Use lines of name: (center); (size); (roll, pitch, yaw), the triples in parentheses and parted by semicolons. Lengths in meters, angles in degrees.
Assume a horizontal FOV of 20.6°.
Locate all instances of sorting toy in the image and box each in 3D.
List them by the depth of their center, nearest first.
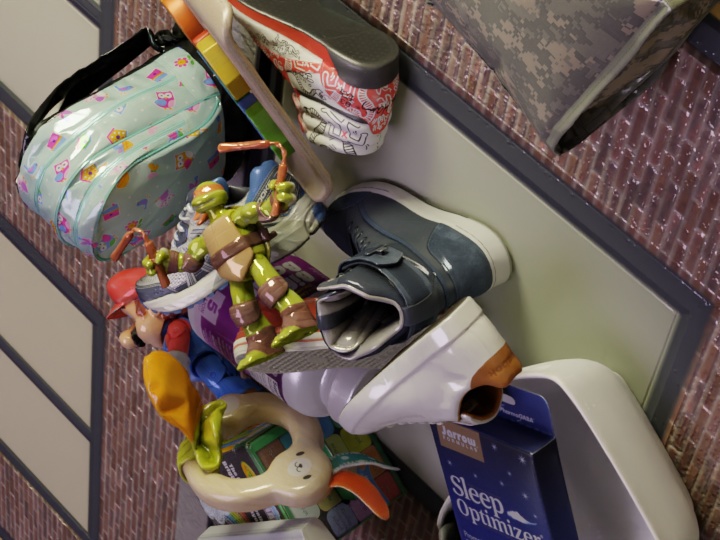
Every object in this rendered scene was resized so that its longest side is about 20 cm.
sorting toy: (-0.103, -0.162, 1.581); (0.185, 0.036, 0.200); (53, 174, 50)

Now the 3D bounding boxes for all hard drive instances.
hard drive: (-0.059, 0.283, 1.796); (0.132, 0.026, 0.200); (54, 149, -12)

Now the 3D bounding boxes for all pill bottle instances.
pill bottle: (-0.049, 0.058, 1.729); (0.200, 0.112, 0.112); (33, 142, 34)

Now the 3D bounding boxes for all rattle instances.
rattle: (-0.071, 0.134, 1.694); (0.200, 0.130, 0.143); (16, 125, 35)

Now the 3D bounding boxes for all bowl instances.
bowl: (0.170, 0.157, 1.541); (0.200, 0.075, 0.200); (59, 149, -3)

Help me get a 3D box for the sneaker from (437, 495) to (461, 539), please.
sneaker: (0.098, 0.227, 1.698); (0.074, 0.089, 0.200); (36, 144, 30)

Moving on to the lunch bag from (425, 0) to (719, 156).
lunch bag: (0.130, -0.187, 1.249); (0.164, 0.118, 0.200); (52, 144, 8)

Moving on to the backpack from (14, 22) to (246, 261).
backpack: (-0.196, -0.102, 1.710); (0.127, 0.200, 0.167); (38, 143, 30)

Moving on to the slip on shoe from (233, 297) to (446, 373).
slip on shoe: (-0.006, 0.045, 1.623); (0.200, 0.061, 0.074); (-3, 155, 13)

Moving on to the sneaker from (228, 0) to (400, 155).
sneaker: (-0.053, -0.169, 1.574); (0.201, 0.067, 0.108); (36, 140, 29)

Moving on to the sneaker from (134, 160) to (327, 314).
sneaker: (-0.121, -0.034, 1.663); (0.200, 0.077, 0.085); (-29, 103, 31)

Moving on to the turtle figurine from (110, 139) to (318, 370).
turtle figurine: (-0.103, -0.005, 1.585); (0.200, 0.064, 0.161); (-30, 80, 30)

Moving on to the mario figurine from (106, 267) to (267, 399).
mario figurine: (-0.185, 0.084, 1.958); (0.200, 0.106, 0.123); (48, 150, 14)

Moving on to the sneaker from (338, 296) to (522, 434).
sneaker: (0.052, 0.097, 1.500); (0.085, 0.073, 0.200); (46, 145, -1)

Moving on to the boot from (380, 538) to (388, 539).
boot: (0.098, 0.304, 1.695); (0.200, 0.066, 0.165); (20, 154, 11)

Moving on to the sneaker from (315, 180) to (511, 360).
sneaker: (0.000, -0.001, 1.576); (0.202, 0.146, 0.077); (18, 133, 49)

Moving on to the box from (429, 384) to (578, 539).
box: (0.114, 0.174, 1.538); (0.121, 0.032, 0.200); (17, 130, 49)

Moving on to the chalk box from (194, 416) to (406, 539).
chalk box: (-0.053, 0.192, 1.848); (0.125, 0.124, 0.200); (61, 148, -3)
